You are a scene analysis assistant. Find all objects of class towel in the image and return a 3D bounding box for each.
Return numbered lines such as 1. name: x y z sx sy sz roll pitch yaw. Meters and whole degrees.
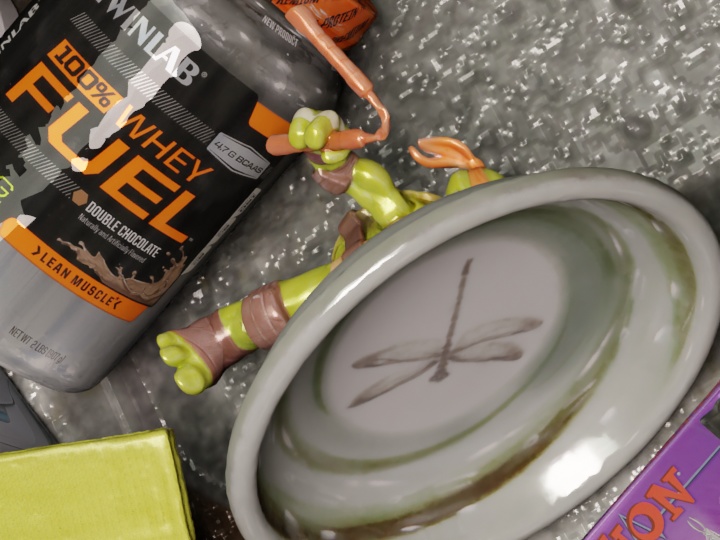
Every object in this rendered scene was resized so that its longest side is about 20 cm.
1. towel: -0.160 0.116 1.056 0.199 0.018 0.086 -10 99 10

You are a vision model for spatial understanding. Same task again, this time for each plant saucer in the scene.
1. plant saucer: 0.035 0.030 0.978 0.200 0.200 0.050 -43 53 11

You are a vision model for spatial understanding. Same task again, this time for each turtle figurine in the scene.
1. turtle figurine: 0.000 0.000 1.058 0.161 0.064 0.200 -38 109 18

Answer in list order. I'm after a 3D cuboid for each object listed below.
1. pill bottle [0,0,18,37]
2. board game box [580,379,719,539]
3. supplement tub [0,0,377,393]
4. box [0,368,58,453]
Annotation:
1. pill bottle: -0.227 -0.104 1.109 0.115 0.200 0.116 -3 81 22
2. board game box: 0.114 0.148 0.980 0.120 0.032 0.200 41 84 7
3. supplement tub: -0.093 -0.059 1.090 0.123 0.122 0.200 45 100 22
4. box: -0.248 0.089 1.148 0.200 0.097 0.177 -43 71 12
